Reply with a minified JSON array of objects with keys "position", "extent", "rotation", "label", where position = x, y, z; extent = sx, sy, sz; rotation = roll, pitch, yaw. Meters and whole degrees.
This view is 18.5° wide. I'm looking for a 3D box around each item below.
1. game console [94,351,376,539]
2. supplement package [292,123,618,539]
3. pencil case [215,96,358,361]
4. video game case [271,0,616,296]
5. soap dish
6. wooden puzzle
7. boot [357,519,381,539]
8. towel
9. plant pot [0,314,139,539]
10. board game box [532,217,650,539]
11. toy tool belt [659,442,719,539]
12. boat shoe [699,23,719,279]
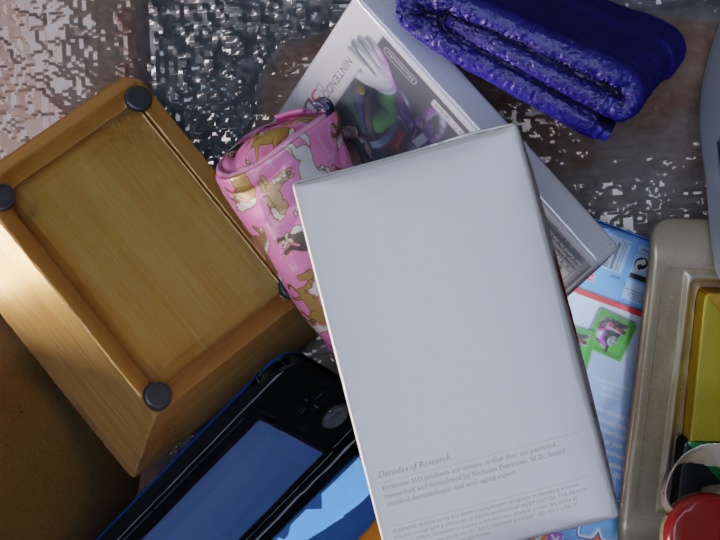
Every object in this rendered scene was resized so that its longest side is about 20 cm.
[{"position":[-0.044,0.171,1.318],"extent":[0.200,0.171,0.118],"rotation":[-46,59,6],"label":"game console"},{"position":[0.051,0.038,1.135],"extent":[0.119,0.121,0.201],"rotation":[-15,88,5],"label":"supplement package"},{"position":[0.000,0.000,1.275],"extent":[0.086,0.083,0.200],"rotation":[-34,102,-6],"label":"pencil case"},{"position":[0.040,-0.048,1.277],"extent":[0.023,0.182,0.200],"rotation":[-40,86,-28],"label":"video game case"},{"position":[-0.134,-0.004,1.308],"extent":[0.157,0.081,0.200],"rotation":[-38,87,-27],"label":"soap dish"},{"position":[0.248,0.075,1.283],"extent":[0.184,0.037,0.201],"rotation":[3,96,-10],"label":"wooden puzzle"},{"position":[0.001,0.173,1.265],"extent":[0.144,0.071,0.202],"rotation":[-10,92,36],"label":"boot"},{"position":[0.103,-0.130,1.249],"extent":[0.147,0.200,0.050],"rotation":[24,108,8],"label":"towel"},{"position":[-0.240,0.121,1.296],"extent":[0.185,0.200,0.187],"rotation":[0,92,6],"label":"plant pot"},{"position":[0.164,0.084,1.315],"extent":[0.151,0.037,0.201],"rotation":[20,93,-4],"label":"board game box"},{"position":[0.254,0.136,1.223],"extent":[0.199,0.123,0.126],"rotation":[-8,86,-5],"label":"toy tool belt"},{"position":[0.240,-0.076,1.270],"extent":[0.067,0.072,0.201],"rotation":[12,54,-13],"label":"boat shoe"}]
